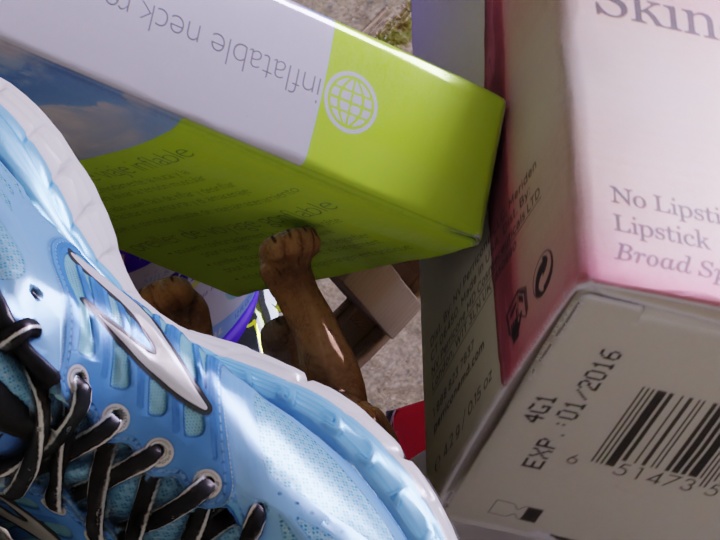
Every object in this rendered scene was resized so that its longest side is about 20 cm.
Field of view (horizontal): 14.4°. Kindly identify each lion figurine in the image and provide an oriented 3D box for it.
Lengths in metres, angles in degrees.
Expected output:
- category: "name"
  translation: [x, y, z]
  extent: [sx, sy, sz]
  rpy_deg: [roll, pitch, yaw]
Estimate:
- category: "lion figurine"
  translation: [-0.021, 0.067, 0.775]
  extent: [0.200, 0.072, 0.123]
  rpy_deg: [75, -5, -76]

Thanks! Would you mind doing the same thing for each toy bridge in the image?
- category: "toy bridge"
  translation: [0.000, 0.000, 0.920]
  extent: [0.027, 0.200, 0.067]
  rpy_deg: [41, -4, 25]

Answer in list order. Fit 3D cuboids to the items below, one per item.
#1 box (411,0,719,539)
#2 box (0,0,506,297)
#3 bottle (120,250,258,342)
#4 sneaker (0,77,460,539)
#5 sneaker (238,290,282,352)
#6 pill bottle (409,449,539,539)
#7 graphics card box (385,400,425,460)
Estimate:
- category: "box"
  translation: [0.091, -0.029, 0.794]
  extent: [0.127, 0.109, 0.201]
  rpy_deg: [12, 49, -15]
- category: "box"
  translation: [-0.077, -0.050, 0.744]
  extent: [0.199, 0.048, 0.122]
  rpy_deg: [22, -19, -31]
- category: "bottle"
  translation: [-0.067, -0.035, 0.894]
  extent: [0.065, 0.083, 0.201]
  rpy_deg: [36, -31, 19]
- category: "sneaker"
  translation: [-0.063, 0.038, 0.588]
  extent: [0.200, 0.079, 0.090]
  rpy_deg: [42, 17, 12]
- category: "sneaker"
  translation: [-0.047, 0.038, 1.147]
  extent: [0.200, 0.085, 0.074]
  rpy_deg: [45, 0, 22]
- category: "pill bottle"
  translation: [0.087, 0.105, 0.878]
  extent: [0.104, 0.105, 0.199]
  rpy_deg: [44, 19, 29]
- category: "graphics card box"
  translation: [0.076, 0.143, 1.004]
  extent: [0.200, 0.051, 0.126]
  rpy_deg: [48, 34, -42]
